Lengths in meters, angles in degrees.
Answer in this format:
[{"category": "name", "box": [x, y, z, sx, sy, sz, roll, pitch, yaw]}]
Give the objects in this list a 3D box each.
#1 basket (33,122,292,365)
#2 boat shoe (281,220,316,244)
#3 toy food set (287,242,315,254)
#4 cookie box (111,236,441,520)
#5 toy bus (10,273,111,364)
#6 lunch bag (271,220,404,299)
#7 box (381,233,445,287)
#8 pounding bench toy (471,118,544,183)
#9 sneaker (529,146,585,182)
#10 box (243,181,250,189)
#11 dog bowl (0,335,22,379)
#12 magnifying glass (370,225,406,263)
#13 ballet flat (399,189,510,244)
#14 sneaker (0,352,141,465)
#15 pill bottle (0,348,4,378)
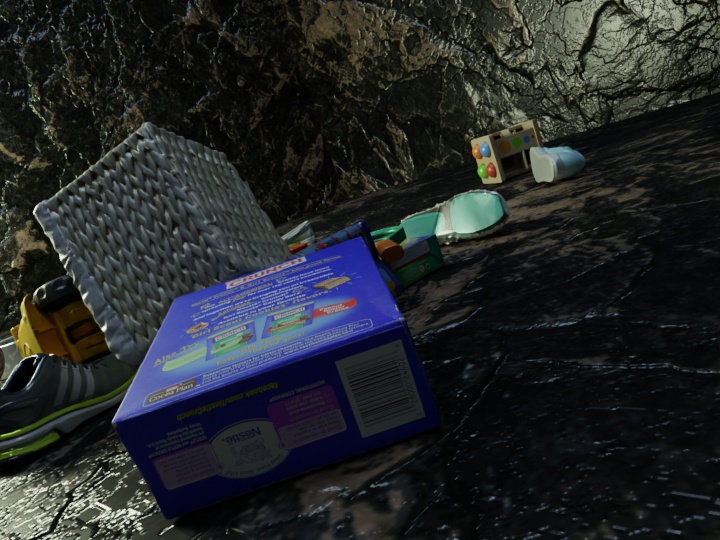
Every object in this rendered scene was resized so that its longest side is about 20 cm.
[{"category": "basket", "box": [-0.199, -0.026, 0.681, 0.161, 0.200, 0.198, -35, -9, 12]}, {"category": "boat shoe", "box": [-0.214, -0.065, 1.556, 0.201, 0.065, 0.074, -20, 9, -8]}, {"category": "toy food set", "box": [-0.155, -0.007, 1.136, 0.200, 0.049, 0.198, -26, 13, -33]}, {"category": "cookie box", "box": [-0.054, 0.055, 0.426, 0.171, 0.075, 0.200, -19, 18, -1]}, {"category": "toy bus", "box": [-0.351, 0.086, 0.817, 0.200, 0.136, 0.192, -25, -5, -46]}, {"category": "lunch bag", "box": [-0.080, 0.045, 0.650, 0.200, 0.094, 0.150, -28, 3, 40]}, {"category": "box", "box": [0.000, 0.000, 0.813, 0.117, 0.049, 0.200, -27, 10, -40]}, {"category": "pounding bench toy", "box": [0.377, -0.312, 1.643, 0.156, 0.125, 0.200, -20, 9, -8]}, {"category": "sneaker", "box": [0.404, -0.219, 1.248, 0.082, 0.074, 0.200, -9, 18, 4]}, {"category": "box", "box": [-0.295, -0.062, 1.278, 0.175, 0.201, 0.097, -15, 10, 23]}, {"category": "dog bowl", "box": [-0.612, 0.141, 1.164, 0.199, 0.059, 0.200, -18, 10, 3]}, {"category": "magnifying glass", "box": [0.026, -0.032, 0.748, 0.079, 0.022, 0.200, -18, 11, -2]}, {"category": "ballet flat", "box": [0.145, -0.075, 0.914, 0.200, 0.072, 0.072, -10, 13, 44]}, {"category": "sneaker", "box": [-0.299, 0.115, 0.620, 0.074, 0.081, 0.200, -15, 10, 20]}, {"category": "pill bottle", "box": [-0.599, 0.154, 0.885, 0.113, 0.114, 0.200, -22, 9, -18]}]
